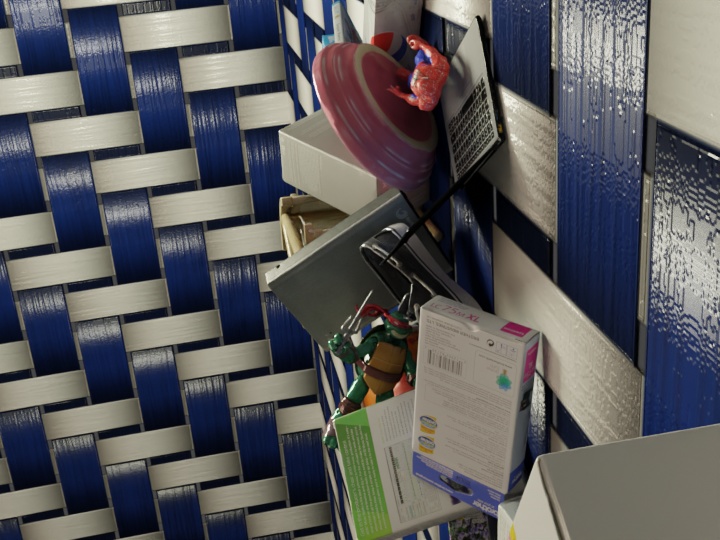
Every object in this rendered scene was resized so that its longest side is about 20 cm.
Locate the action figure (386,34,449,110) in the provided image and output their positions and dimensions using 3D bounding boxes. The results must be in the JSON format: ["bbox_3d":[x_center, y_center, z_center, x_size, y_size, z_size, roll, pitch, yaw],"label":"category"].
[{"bbox_3d":[0.066,-0.218,1.041,0.201,0.051,0.067,-102,33,-68],"label":"action figure"}]

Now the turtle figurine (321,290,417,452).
[{"bbox_3d":[0.028,0.122,1.113,0.101,0.147,0.204,-71,0,-72],"label":"turtle figurine"}]

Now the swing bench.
[{"bbox_3d":[-0.005,-0.042,1.303,0.202,0.194,0.132,-110,14,-50],"label":"swing bench"}]

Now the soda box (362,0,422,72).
[{"bbox_3d":[0.039,-0.308,1.203,0.202,0.062,0.069,93,167,-54],"label":"soda box"}]

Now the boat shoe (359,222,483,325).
[{"bbox_3d":[0.073,0.034,1.065,0.201,0.067,0.072,53,149,18],"label":"boat shoe"}]

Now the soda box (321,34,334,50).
[{"bbox_3d":[-0.020,-0.304,1.607,0.068,0.063,0.204,100,160,-66],"label":"soda box"}]

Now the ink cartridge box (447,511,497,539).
[{"bbox_3d":[0.138,0.340,1.059,0.109,0.049,0.205,-7,-91,-74],"label":"ink cartridge box"}]

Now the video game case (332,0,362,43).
[{"bbox_3d":[0.001,-0.284,1.352,0.144,0.018,0.202,56,-162,-36],"label":"video game case"}]

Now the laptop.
[{"bbox_3d":[0.070,-0.127,0.985,0.187,0.113,0.205,128,133,-78],"label":"laptop"}]

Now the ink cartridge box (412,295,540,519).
[{"bbox_3d":[0.111,0.137,0.940,0.118,0.042,0.204,19,117,33],"label":"ink cartridge box"}]

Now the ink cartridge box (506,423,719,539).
[{"bbox_3d":[0.168,0.204,0.528,0.202,0.143,0.148,93,166,-51],"label":"ink cartridge box"}]

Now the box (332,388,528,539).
[{"bbox_3d":[0.074,0.201,1.023,0.036,0.196,0.147,43,-151,-58],"label":"box"}]

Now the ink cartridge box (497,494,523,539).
[{"bbox_3d":[0.192,0.339,0.887,0.200,0.046,0.163,-130,32,-55],"label":"ink cartridge box"}]

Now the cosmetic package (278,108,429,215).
[{"bbox_3d":[-0.009,-0.142,1.264,0.199,0.106,0.092,33,139,36],"label":"cosmetic package"}]

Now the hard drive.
[{"bbox_3d":[0.000,0.000,1.166,0.140,0.198,0.033,50,-169,-36],"label":"hard drive"}]

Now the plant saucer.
[{"bbox_3d":[0.028,-0.194,1.125,0.050,0.198,0.204,-34,54,31],"label":"plant saucer"}]

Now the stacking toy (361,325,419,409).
[{"bbox_3d":[0.099,0.177,1.180,0.200,0.144,0.149,43,144,46],"label":"stacking toy"}]
